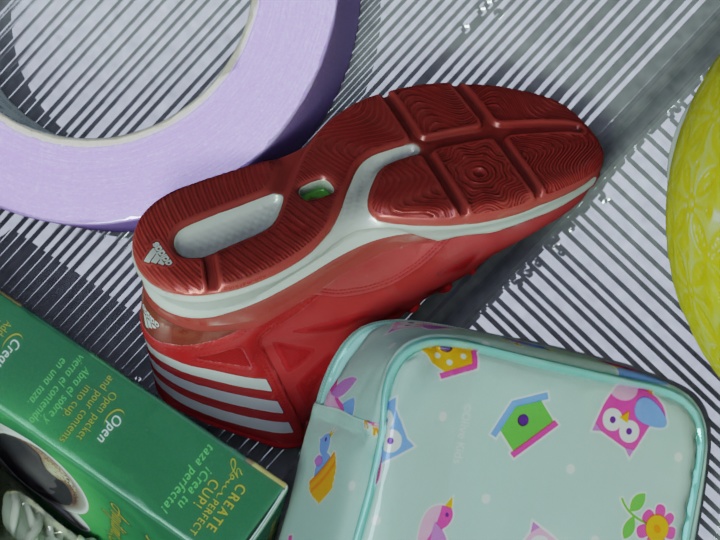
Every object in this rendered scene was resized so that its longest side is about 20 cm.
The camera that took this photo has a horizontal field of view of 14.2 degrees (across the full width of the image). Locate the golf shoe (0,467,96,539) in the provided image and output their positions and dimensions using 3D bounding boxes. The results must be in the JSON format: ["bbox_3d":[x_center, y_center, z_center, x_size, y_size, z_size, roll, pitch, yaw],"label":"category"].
[{"bbox_3d":[-0.142,0.106,1.120,0.088,0.200,0.077,-2,48,5],"label":"golf shoe"}]

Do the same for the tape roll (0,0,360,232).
[{"bbox_3d":[-0.102,-0.116,1.171,0.200,0.066,0.201,0,87,8],"label":"tape roll"}]

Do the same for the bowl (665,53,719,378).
[{"bbox_3d":[0.180,-0.032,1.095,0.108,0.200,0.201,21,91,50],"label":"bowl"}]

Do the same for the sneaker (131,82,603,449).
[{"bbox_3d":[0.000,0.000,1.158,0.200,0.116,0.078,-15,50,-18],"label":"sneaker"}]

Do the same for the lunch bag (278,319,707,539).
[{"bbox_3d":[0.049,0.126,1.113,0.160,0.077,0.201,11,93,-25],"label":"lunch bag"}]

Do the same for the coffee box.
[{"bbox_3d":[-0.122,0.063,1.138,0.200,0.123,0.044,33,69,9],"label":"coffee box"}]
